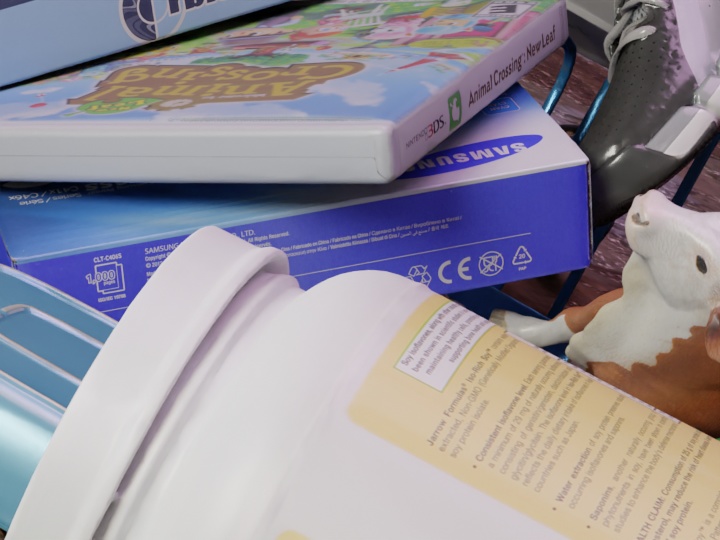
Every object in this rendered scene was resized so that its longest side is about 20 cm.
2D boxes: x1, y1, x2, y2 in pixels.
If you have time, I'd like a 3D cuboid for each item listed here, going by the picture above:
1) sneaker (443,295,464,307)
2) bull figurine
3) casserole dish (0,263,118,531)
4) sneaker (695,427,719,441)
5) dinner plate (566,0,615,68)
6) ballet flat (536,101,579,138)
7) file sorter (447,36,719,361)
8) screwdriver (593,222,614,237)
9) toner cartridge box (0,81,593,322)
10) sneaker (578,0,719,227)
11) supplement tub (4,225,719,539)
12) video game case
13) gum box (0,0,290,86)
[{"bbox_3d":[0.000,0.000,1.073,0.199,0.085,0.073,30,14,11],"label":"sneaker"},{"bbox_3d":[0.109,0.036,0.994,0.121,0.065,0.200,-5,-26,27],"label":"bull figurine"},{"bbox_3d":[-0.075,0.050,0.875,0.199,0.039,0.121,29,16,11],"label":"casserole dish"},{"bbox_3d":[0.122,0.112,0.908,0.199,0.078,0.085,25,27,26],"label":"sneaker"},{"bbox_3d":[0.093,-0.107,1.193,0.200,0.024,0.200,30,0,0],"label":"dinner plate"},{"bbox_3d":[0.025,-0.080,1.402,0.199,0.073,0.073,21,16,-15],"label":"ballet flat"},{"bbox_3d":[0.050,-0.048,1.176,0.199,0.123,0.139,30,1,15],"label":"file sorter"},{"bbox_3d":[0.118,-0.035,1.290,0.029,0.028,0.200,-21,-5,-20],"label":"screwdriver"},{"bbox_3d":[-0.029,-0.021,1.000,0.199,0.043,0.095,-10,27,-13],"label":"toner cartridge box"},{"bbox_3d":[0.100,-0.112,1.055,0.115,0.075,0.200,43,54,-7],"label":"sneaker"},{"bbox_3d":[0.023,0.089,0.700,0.199,0.146,0.145,28,15,8],"label":"supplement tub"},{"bbox_3d":[-0.048,-0.066,1.023,0.199,0.022,0.182,1,19,23],"label":"video game case"},{"bbox_3d":[-0.124,-0.121,1.118,0.169,0.045,0.200,-19,20,-31],"label":"gum box"}]
